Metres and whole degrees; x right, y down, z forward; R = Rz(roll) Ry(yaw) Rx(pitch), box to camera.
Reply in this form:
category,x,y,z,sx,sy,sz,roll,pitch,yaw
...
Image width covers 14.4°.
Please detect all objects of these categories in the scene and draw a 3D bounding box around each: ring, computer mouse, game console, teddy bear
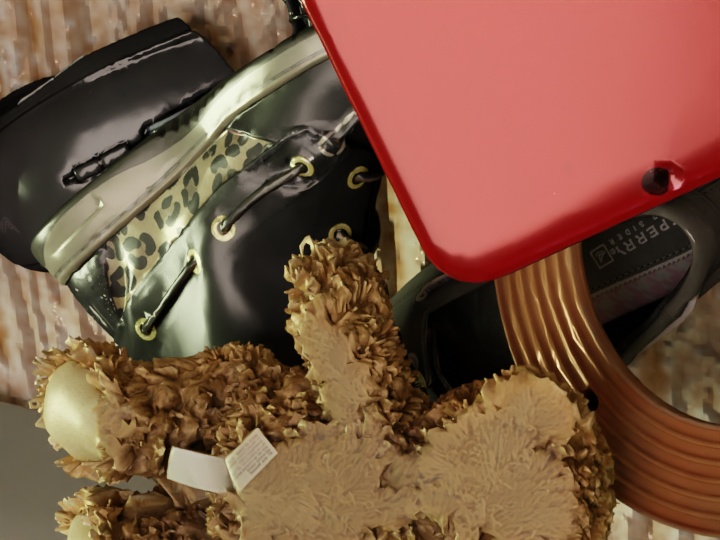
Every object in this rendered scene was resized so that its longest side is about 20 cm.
category,x,y,z,sx,sy,sz,roll,pitch,yaw
ring,0.121,-0.017,0.881,0.200,0.019,0.201,-4,84,44
computer mouse,-0.089,-0.073,1.027,0.199,0.046,0.141,-16,103,32
game console,0.079,-0.123,0.858,0.199,0.173,0.119,-24,129,13
teddy bear,-0.013,0.064,0.915,0.199,0.067,0.146,-20,93,21

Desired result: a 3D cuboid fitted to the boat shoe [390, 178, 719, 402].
category,x,y,z,sx,sy,sz,roll,pitch,yaw
boat shoe,0.054,0.019,0.984,0.200,0.057,0.067,-35,92,33

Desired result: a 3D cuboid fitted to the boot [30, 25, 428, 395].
category,x,y,z,sx,sy,sz,roll,pitch,yaw
boot,0.000,0.000,0.958,0.203,0.073,0.154,-33,88,29

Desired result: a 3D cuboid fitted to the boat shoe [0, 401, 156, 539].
category,x,y,z,sx,sy,sz,roll,pitch,yaw
boat shoe,-0.163,0.090,1.124,0.199,0.071,0.064,19,134,18
